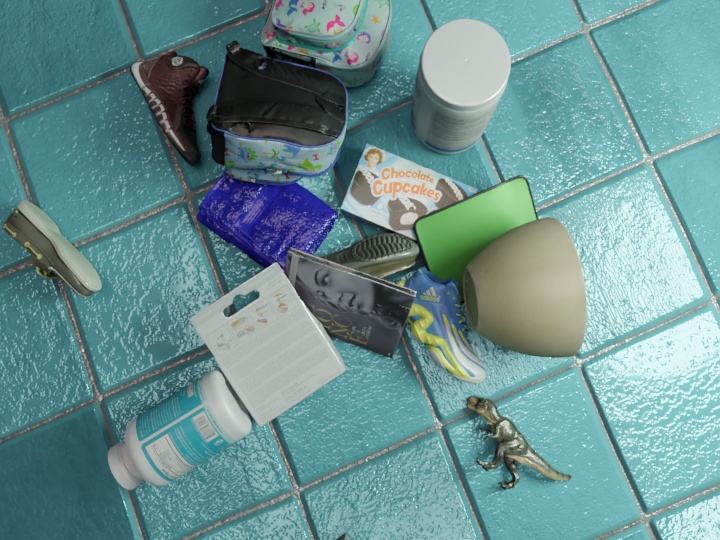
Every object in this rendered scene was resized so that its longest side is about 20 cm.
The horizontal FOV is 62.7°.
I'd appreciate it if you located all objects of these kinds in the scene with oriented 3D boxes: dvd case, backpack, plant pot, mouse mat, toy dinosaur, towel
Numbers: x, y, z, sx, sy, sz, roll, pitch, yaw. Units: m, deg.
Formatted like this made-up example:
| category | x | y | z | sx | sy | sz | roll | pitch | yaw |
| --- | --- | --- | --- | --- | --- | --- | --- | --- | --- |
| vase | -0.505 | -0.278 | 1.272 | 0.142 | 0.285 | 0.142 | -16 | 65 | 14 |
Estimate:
| category | x | y | z | sx | sy | sz | roll | pitch | yaw |
| --- | --- | --- | --- | --- | --- | --- | --- | --- | --- |
| dvd case | -0.026 | 0.053 | 0.901 | 0.197 | 0.150 | 0.016 | 19 | 44 | 4 |
| backpack | -0.121 | -0.228 | 0.915 | 0.196 | 0.148 | 0.186 | 8 | 61 | -5 |
| plant pot | 0.223 | 0.032 | 0.859 | 0.132 | 0.200 | 0.205 | -7 | 82 | -2 |
| mouse mat | 0.194 | -0.042 | 0.936 | 0.197 | 0.008 | 0.163 | -23 | 108 | -4 |
| toy dinosaur | 0.230 | 0.284 | 0.909 | 0.200 | 0.047 | 0.088 | 43 | 78 | 2 |
| towel | -0.152 | -0.090 | 0.959 | 0.199 | 0.050 | 0.149 | 35 | 85 | 5 |
| backpack | -0.047 | -0.402 | 0.954 | 0.197 | 0.151 | 0.181 | 19 | 82 | -2 |

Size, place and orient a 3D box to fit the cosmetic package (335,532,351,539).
| category | x | y | z | sx | sy | sz | roll | pitch | yaw |
| --- | --- | --- | --- | --- | --- | --- | --- | --- | --- |
| cosmetic package | 0.005 | 0.500 | 0.853 | 0.090 | 0.107 | 0.201 | -34 | 82 | -4 |

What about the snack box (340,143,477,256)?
| category | x | y | z | sx | sy | sz | roll | pitch | yaw |
| --- | --- | --- | --- | --- | --- | --- | --- | --- | --- |
| snack box | 0.078 | -0.113 | 0.964 | 0.197 | 0.037 | 0.118 | 22 | 85 | 3 |

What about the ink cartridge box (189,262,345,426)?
| category | x | y | z | sx | sy | sz | roll | pitch | yaw |
| --- | --- | --- | --- | --- | --- | --- | --- | --- | --- |
| ink cartridge box | -0.138 | 0.112 | 0.905 | 0.161 | 0.057 | 0.202 | -32 | 97 | -1 |

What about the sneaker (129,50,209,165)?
| category | x | y | z | sx | sy | sz | roll | pitch | yaw |
| --- | --- | --- | --- | --- | --- | --- | --- | --- | --- |
| sneaker | -0.287 | -0.282 | 0.974 | 0.114 | 0.076 | 0.202 | -31 | 83 | -6 |

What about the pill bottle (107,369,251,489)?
| category | x | y | z | sx | sy | sz | roll | pitch | yaw |
| --- | --- | --- | --- | --- | --- | --- | --- | --- | --- |
| pill bottle | -0.272 | 0.244 | 0.886 | 0.198 | 0.111 | 0.112 | -30 | 83 | -3 |

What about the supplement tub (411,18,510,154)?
| category | x | y | z | sx | sy | sz | roll | pitch | yaw |
| --- | --- | --- | --- | --- | --- | --- | --- | --- | --- |
| supplement tub | 0.146 | -0.270 | 0.901 | 0.129 | 0.200 | 0.135 | 0 | 83 | 0 |

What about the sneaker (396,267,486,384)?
| category | x | y | z | sx | sy | sz | roll | pitch | yaw |
| --- | --- | --- | --- | --- | --- | --- | --- | --- | --- |
| sneaker | 0.134 | 0.078 | 0.905 | 0.199 | 0.076 | 0.105 | 42 | 110 | 6 |

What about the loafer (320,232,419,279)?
| category | x | y | z | sx | sy | sz | roll | pitch | yaw |
| --- | --- | --- | --- | --- | --- | --- | --- | --- | --- |
| loafer | 0.000 | 0.000 | 0.939 | 0.196 | 0.076 | 0.070 | -16 | 124 | 5 |

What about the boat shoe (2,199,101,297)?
| category | x | y | z | sx | sy | sz | roll | pitch | yaw |
| --- | --- | --- | --- | --- | --- | --- | --- | --- | --- |
| boat shoe | -0.494 | -0.025 | 0.945 | 0.060 | 0.072 | 0.202 | -45 | 78 | -3 |
